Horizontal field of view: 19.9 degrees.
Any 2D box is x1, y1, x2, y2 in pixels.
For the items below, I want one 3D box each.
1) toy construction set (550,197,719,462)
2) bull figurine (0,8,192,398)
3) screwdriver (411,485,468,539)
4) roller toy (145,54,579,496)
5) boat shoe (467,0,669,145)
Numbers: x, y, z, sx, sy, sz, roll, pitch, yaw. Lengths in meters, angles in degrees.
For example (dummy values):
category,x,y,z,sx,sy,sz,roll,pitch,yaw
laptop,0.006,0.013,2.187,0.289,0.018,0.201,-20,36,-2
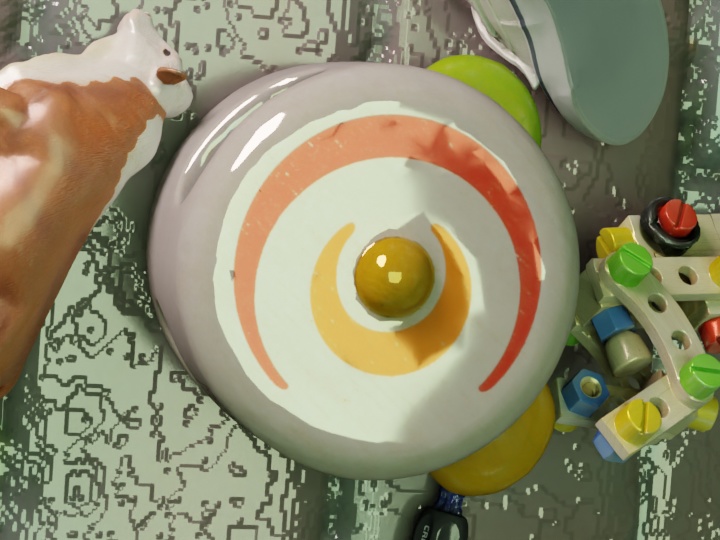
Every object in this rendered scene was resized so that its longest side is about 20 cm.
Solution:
category,x,y,z,sx,sy,sz,roll,pitch,yaw
toy construction set,0.174,0.034,0.990,0.200,0.092,0.131,8,55,-38
bull figurine,-0.161,-0.040,0.922,0.121,0.065,0.200,27,86,-12
screwdriver,0.053,0.080,1.008,0.028,0.029,0.200,15,92,-16
roller toy,0.000,0.000,0.928,0.182,0.140,0.200,2,95,-14
boat shoe,0.074,-0.140,0.972,0.075,0.086,0.202,-51,134,-10
